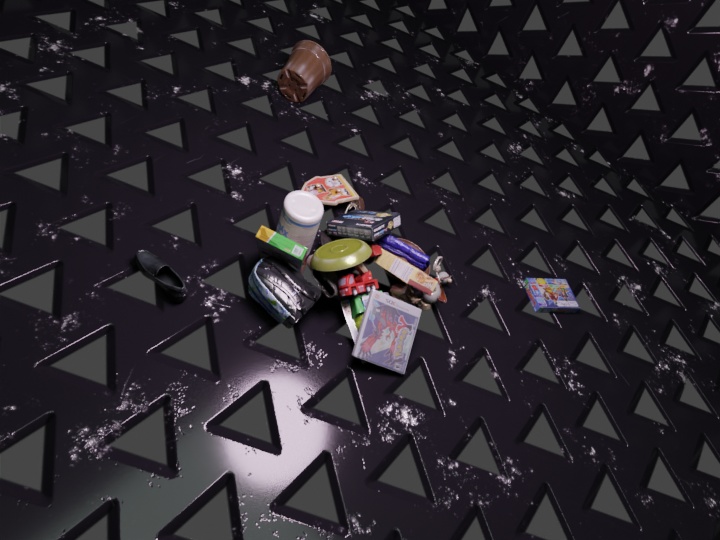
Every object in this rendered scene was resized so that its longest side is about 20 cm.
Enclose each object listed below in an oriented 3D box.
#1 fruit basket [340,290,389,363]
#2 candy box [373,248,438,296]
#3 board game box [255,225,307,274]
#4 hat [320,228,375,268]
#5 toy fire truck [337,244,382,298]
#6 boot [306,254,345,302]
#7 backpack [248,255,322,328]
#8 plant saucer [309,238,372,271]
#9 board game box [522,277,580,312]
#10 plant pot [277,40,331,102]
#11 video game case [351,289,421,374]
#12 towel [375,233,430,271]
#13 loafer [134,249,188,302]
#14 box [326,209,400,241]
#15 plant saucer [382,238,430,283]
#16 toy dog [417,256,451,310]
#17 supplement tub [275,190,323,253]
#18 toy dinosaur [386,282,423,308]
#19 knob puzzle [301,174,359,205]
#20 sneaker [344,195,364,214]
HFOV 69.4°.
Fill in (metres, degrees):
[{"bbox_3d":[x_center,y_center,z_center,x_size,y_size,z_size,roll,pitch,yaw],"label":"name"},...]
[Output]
[{"bbox_3d":[0.049,0.166,1.587,0.181,0.094,0.203,-9,60,-29],"label":"fruit basket"},{"bbox_3d":[0.141,0.003,1.647,0.114,0.056,0.199,26,5,-36],"label":"candy box"},{"bbox_3d":[-0.237,-0.052,1.570,0.150,0.200,0.041,27,73,-1],"label":"board game box"},{"bbox_3d":[-0.046,-0.060,1.743,0.195,0.082,0.203,12,40,-10],"label":"hat"},{"bbox_3d":[0.000,0.000,1.608,0.198,0.048,0.145,-10,86,-49],"label":"toy fire truck"},{"bbox_3d":[-0.117,0.010,1.607,0.200,0.068,0.130,48,6,23],"label":"boot"},{"bbox_3d":[-0.238,0.055,1.531,0.201,0.153,0.164,48,48,-10],"label":"backpack"},{"bbox_3d":[-0.063,-0.055,1.586,0.195,0.032,0.201,-10,24,5],"label":"plant saucer"},{"bbox_3d":[0.727,0.095,1.983,0.195,0.035,0.138,3,52,-22],"label":"board game box"},{"bbox_3d":[-0.253,-0.845,2.242,0.197,0.201,0.201,27,55,0],"label":"plant pot"},{"bbox_3d":[0.081,0.182,1.538,0.179,0.023,0.205,22,78,-23],"label":"video game case"},{"bbox_3d":[0.140,-0.060,1.741,0.197,0.148,0.050,30,86,12],"label":"towel"},{"bbox_3d":[-0.560,0.005,1.465,0.200,0.071,0.068,40,47,12],"label":"loafer"},{"bbox_3d":[0.010,-0.152,1.701,0.197,0.047,0.158,11,28,38],"label":"box"},{"bbox_3d":[0.149,-0.026,1.829,0.195,0.037,0.204,12,49,-14],"label":"plant saucer"},{"bbox_3d":[0.270,0.061,1.761,0.095,0.134,0.201,20,52,25],"label":"toy dog"},{"bbox_3d":[-0.200,-0.139,1.655,0.129,0.202,0.134,12,47,-13],"label":"supplement tub"},{"bbox_3d":[0.130,0.075,1.664,0.085,0.200,0.137,-35,62,1],"label":"toy dinosaur"},{"bbox_3d":[-0.127,-0.302,1.906,0.213,0.031,0.222,3,40,-3],"label":"knob puzzle"},{"bbox_3d":[-0.020,-0.218,1.886,0.069,0.076,0.203,22,47,-4],"label":"sneaker"}]
